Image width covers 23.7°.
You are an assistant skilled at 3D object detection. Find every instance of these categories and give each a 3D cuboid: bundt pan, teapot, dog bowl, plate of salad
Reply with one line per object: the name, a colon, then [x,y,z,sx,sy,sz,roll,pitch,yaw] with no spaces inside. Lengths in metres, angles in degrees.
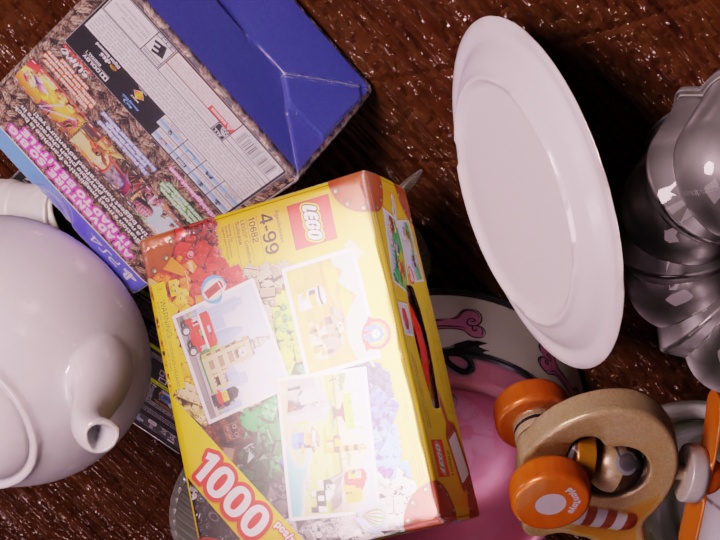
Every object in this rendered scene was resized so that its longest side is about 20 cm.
bundt pan: [0.219,-0.005,0.907,0.201,0.076,0.203,25,135,28]
teapot: [-0.245,0.071,1.117,0.197,0.146,0.200,37,133,-1]
dog bowl: [0.049,0.114,1.093,0.198,0.074,0.201,0,124,0]
plate of salad: [0.103,-0.045,0.949,0.200,0.048,0.202,162,90,-73]

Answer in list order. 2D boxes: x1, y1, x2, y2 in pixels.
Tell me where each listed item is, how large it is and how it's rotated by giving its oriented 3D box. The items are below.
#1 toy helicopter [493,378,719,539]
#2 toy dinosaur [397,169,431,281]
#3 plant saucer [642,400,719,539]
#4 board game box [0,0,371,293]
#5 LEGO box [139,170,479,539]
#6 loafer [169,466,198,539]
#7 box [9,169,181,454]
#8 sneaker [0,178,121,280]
toy helicopter: [0.162,0.143,1.033,0.131,0.079,0.201,-14,130,6]
toy dinosaur: [0.000,0.000,1.107,0.102,0.077,0.200,31,121,-13]
plant saucer: [0.240,0.166,1.063,0.199,0.050,0.202,23,126,37]
board game box: [-0.121,-0.104,1.068,0.160,0.097,0.200,48,138,-11]
LEGO box: [-0.030,0.063,0.998,0.148,0.077,0.202,-16,80,17]
loafer: [-0.081,0.139,1.243,0.075,0.069,0.201,36,120,30]
box: [-0.187,0.029,1.278,0.199,0.044,0.161,32,138,7]
sneaker: [-0.202,0.026,1.197,0.115,0.074,0.201,1,125,38]
